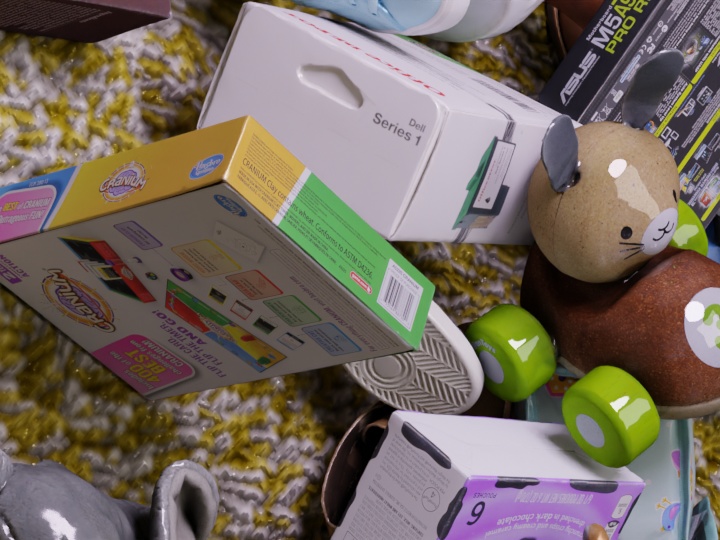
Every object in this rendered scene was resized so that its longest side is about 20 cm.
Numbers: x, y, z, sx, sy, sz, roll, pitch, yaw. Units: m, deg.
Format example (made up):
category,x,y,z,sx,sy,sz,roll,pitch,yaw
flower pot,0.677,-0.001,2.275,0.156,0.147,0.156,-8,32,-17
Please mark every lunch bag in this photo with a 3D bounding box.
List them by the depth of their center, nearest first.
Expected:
category,x,y,z,sx,sy,sz,roll,pitch,yaw
lunch bag,0.162,0.144,1.446,0.170,0.121,0.202,-42,126,-83

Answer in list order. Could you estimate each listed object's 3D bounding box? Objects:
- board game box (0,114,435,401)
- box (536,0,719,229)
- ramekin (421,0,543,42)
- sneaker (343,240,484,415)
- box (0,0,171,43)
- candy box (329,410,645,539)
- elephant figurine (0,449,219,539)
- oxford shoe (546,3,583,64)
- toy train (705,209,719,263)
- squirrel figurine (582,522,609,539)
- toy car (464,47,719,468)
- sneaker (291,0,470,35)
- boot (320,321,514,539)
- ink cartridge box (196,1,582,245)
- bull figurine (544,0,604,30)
category,x,y,z,sx,sy,sz,roll,pitch,yaw
board game box,-0.085,-0.001,1.169,0.153,0.199,0.041,42,52,-35
box,0.221,-0.145,1.447,0.160,0.044,0.201,33,92,-44
ramekin,0.046,-0.227,1.384,0.203,0.202,0.094,50,59,-29
sneaker,0.000,0.000,1.338,0.200,0.075,0.085,44,32,-12
box,-0.195,-0.184,1.185,0.199,0.075,0.101,4,78,-47
candy box,0.051,0.186,1.301,0.167,0.071,0.201,7,114,-48
elephant figurine,-0.130,0.153,1.160,0.141,0.156,0.200,37,25,18
oxford shoe,0.176,-0.195,1.613,0.071,0.071,0.202,-9,90,-51
toy train,0.280,-0.005,1.632,0.115,0.086,0.201,-77,161,-52
squirrel figurine,0.137,0.233,1.276,0.200,0.141,0.188,-14,126,-59
toy car,0.153,-0.024,1.292,0.164,0.157,0.201,-35,136,-27
sneaker,-0.027,-0.175,1.296,0.082,0.199,0.074,-16,117,-42
boot,0.036,0.096,1.374,0.201,0.073,0.076,-61,139,-35
ink cartridge box,0.021,-0.081,1.309,0.200,0.146,0.085,0,116,-62
bull figurine,0.153,-0.209,1.506,0.200,0.122,0.065,39,33,5
